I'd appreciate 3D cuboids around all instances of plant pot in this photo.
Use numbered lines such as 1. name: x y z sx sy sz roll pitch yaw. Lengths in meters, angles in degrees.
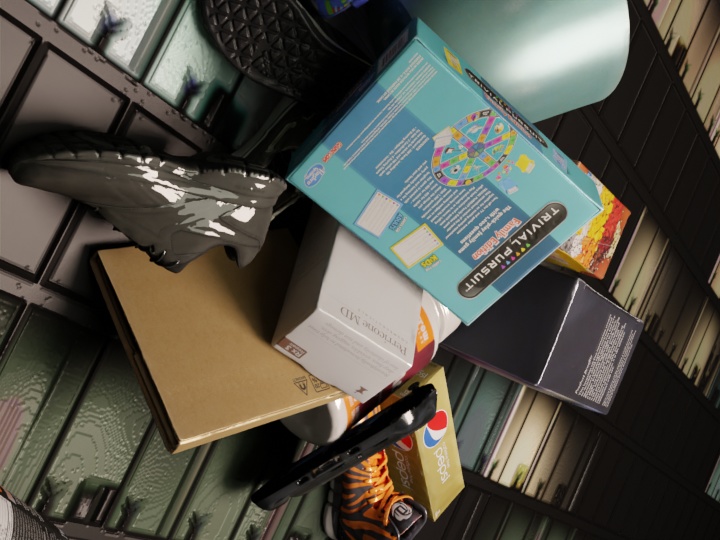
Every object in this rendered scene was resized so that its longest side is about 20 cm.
1. plant pot: 0.102 -0.207 0.778 0.159 0.201 0.202 -26 128 -13

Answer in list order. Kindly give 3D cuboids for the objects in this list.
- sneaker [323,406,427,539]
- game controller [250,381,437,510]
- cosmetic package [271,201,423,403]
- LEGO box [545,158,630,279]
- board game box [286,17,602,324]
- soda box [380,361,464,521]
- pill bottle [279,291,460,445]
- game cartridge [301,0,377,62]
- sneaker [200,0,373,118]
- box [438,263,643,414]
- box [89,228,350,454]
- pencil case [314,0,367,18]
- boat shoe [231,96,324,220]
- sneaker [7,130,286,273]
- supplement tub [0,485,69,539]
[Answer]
1. sneaker: 0.022 0.223 0.980 0.077 0.111 0.203 -21 122 -43
2. game controller: -0.015 0.168 0.873 0.199 0.042 0.104 -34 166 19
3. cosmetic package: 0.000 0.000 0.793 0.101 0.074 0.201 33 41 -21
4. LEGO box: 0.150 -0.073 0.933 0.148 0.199 0.078 26 87 -52
5. board game box: 0.065 -0.071 0.721 0.199 0.047 0.151 38 118 -18
6. soda box: 0.065 0.191 1.053 0.064 0.067 0.202 -40 133 -32
7. pill bottle: 0.004 0.069 0.890 0.199 0.113 0.115 -35 130 -35
8. game cartridge: 0.001 -0.258 0.810 0.131 0.038 0.200 -61 141 -16
9. sneaker: -0.049 -0.177 0.755 0.199 0.083 0.072 36 106 -24
10. box: 0.176 0.058 1.023 0.198 0.199 0.125 26 87 -50
11. box: -0.100 0.045 0.740 0.199 0.165 0.021 -10 155 -46
12. pencil case: -0.050 -0.279 0.665 0.078 0.087 0.200 -31 122 17
13. boat shoe: -0.060 -0.093 0.783 0.200 0.063 0.071 -48 136 -25
14. sneaker: -0.150 -0.046 0.657 0.198 0.076 0.092 9 105 -26
15. supplement tub: -0.285 0.182 0.591 0.123 0.122 0.201 -52 138 -20
